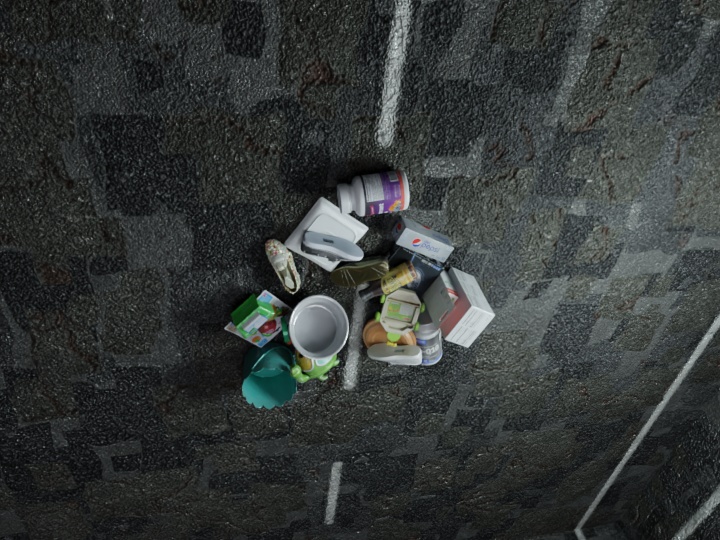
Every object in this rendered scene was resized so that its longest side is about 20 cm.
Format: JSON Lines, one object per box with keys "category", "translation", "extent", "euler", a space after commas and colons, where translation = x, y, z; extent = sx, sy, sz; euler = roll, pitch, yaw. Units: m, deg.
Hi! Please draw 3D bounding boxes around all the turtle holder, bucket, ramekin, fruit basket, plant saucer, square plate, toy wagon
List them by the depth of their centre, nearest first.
{"category": "square plate", "translation": [-0.103, -0.099, 1.628], "extent": [0.196, 0.029, 0.200], "euler": [30, 115, -31]}
{"category": "ramekin", "translation": [-0.143, 0.188, 1.734], "extent": [0.194, 0.207, 0.098], "euler": [1, 170, -15]}
{"category": "fruit basket", "translation": [-0.317, 0.169, 1.735], "extent": [0.184, 0.094, 0.200], "euler": [-39, 136, 6]}
{"category": "toy wagon", "translation": [0.125, 0.158, 1.787], "extent": [0.151, 0.040, 0.205], "euler": [13, 111, -7]}
{"category": "turtle holder", "translation": [-0.173, 0.295, 1.831], "extent": [0.182, 0.141, 0.134], "euler": [-28, 123, -14]}
{"category": "bucket", "translation": [-0.318, 0.362, 1.856], "extent": [0.201, 0.136, 0.212], "euler": [-7, 130, -9]}
{"category": "plant saucer", "translation": [0.100, 0.249, 1.890], "extent": [0.194, 0.033, 0.205], "euler": [10, 129, 13]}

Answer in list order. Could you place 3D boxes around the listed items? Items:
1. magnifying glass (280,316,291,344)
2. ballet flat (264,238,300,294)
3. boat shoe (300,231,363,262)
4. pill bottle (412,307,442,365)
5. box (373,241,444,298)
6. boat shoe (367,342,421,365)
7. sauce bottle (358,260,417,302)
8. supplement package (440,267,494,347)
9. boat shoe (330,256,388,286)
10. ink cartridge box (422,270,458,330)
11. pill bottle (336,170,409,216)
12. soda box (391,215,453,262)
{"category": "magnifying glass", "translation": [-0.245, 0.211, 1.765], "extent": [0.022, 0.082, 0.201], "euler": [-11, 160, -9]}
{"category": "ballet flat", "translation": [-0.234, -0.008, 1.640], "extent": [0.074, 0.065, 0.202], "euler": [-21, 129, 7]}
{"category": "boat shoe", "translation": [-0.089, -0.057, 1.604], "extent": [0.195, 0.071, 0.067], "euler": [12, 132, -22]}
{"category": "pill bottle", "translation": [0.235, 0.233, 1.915], "extent": [0.110, 0.115, 0.204], "euler": [-14, 129, -3]}
{"category": "box", "translation": [0.156, 0.001, 1.761], "extent": [0.197, 0.044, 0.161], "euler": [26, 117, -29]}
{"category": "boat shoe", "translation": [0.121, 0.300, 1.862], "extent": [0.194, 0.073, 0.070], "euler": [-5, 126, 14]}
{"category": "sauce bottle", "translation": [0.087, 0.041, 1.703], "extent": [0.197, 0.067, 0.066], "euler": [-31, 129, 9]}
{"category": "supplement package", "translation": [0.336, 0.124, 1.800], "extent": [0.109, 0.202, 0.157], "euler": [20, 121, -26]}
{"category": "boat shoe", "translation": [0.000, -0.001, 1.705], "extent": [0.195, 0.067, 0.073], "euler": [-12, 119, 20]}
{"category": "ink cartridge box", "translation": [0.269, 0.098, 1.763], "extent": [0.049, 0.202, 0.110], "euler": [20, 121, -26]}
{"category": "pill bottle", "translation": [0.034, -0.217, 1.518], "extent": [0.194, 0.113, 0.114], "euler": [-9, 129, -7]}
{"category": "soda box", "translation": [0.197, -0.097, 1.680], "extent": [0.196, 0.069, 0.064], "euler": [20, 122, -26]}
